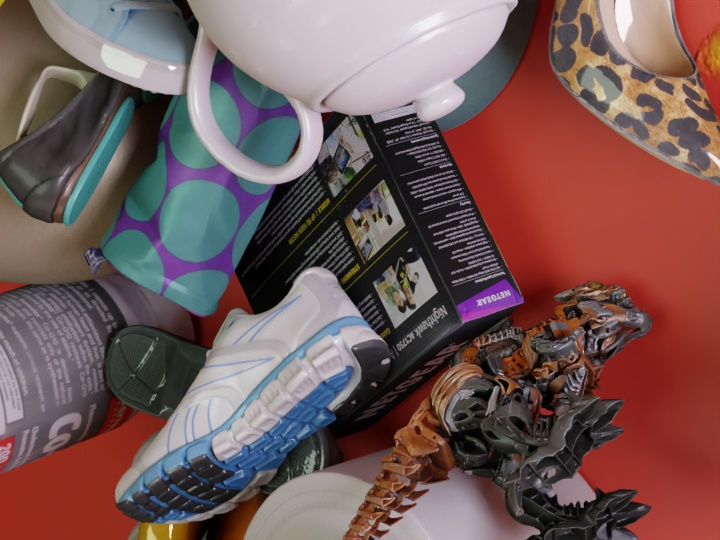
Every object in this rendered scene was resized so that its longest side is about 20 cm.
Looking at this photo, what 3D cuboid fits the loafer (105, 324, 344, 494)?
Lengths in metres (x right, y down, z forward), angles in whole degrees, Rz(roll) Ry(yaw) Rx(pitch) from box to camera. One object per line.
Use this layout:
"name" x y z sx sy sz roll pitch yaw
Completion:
"loafer" -0.077 0.085 1.146 0.199 0.063 0.072 26 99 37

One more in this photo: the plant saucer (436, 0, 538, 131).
"plant saucer" 0.019 -0.179 1.060 0.199 0.036 0.202 12 107 43

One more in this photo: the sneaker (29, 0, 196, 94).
"sneaker" -0.149 -0.180 1.025 0.200 0.074 0.082 45 127 29

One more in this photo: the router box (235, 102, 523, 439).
"router box" 0.000 0.000 1.081 0.200 0.051 0.150 -43 67 53

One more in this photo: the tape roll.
"tape roll" 0.041 0.201 1.041 0.202 0.138 0.205 11 106 43

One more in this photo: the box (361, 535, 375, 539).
"box" 0.011 0.267 0.952 0.200 0.049 0.160 52 128 23

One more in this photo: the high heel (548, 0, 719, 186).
"high heel" 0.152 -0.153 0.909 0.201 0.071 0.143 54 127 25

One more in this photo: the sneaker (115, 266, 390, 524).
"sneaker" -0.072 0.074 1.068 0.200 0.075 0.087 -38 55 17

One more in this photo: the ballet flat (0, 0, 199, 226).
"ballet flat" -0.151 -0.117 1.079 0.068 0.201 0.068 31 150 4

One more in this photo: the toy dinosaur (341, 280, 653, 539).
"toy dinosaur" 0.080 0.087 0.949 0.200 0.102 0.136 -51 44 -1

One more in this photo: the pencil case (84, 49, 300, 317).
"pencil case" -0.085 -0.077 1.071 0.092 0.085 0.201 42 111 44

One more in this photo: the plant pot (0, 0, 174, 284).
"plant pot" -0.170 -0.077 1.183 0.133 0.200 0.202 14 111 10

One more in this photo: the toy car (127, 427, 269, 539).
"toy car" -0.093 0.212 1.180 0.148 0.176 0.201 11 133 0

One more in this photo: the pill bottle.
"pill bottle" -0.215 0.066 1.222 0.113 0.199 0.115 18 117 40

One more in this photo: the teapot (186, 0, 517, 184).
"teapot" 0.007 -0.143 0.920 0.147 0.196 0.200 64 166 2
